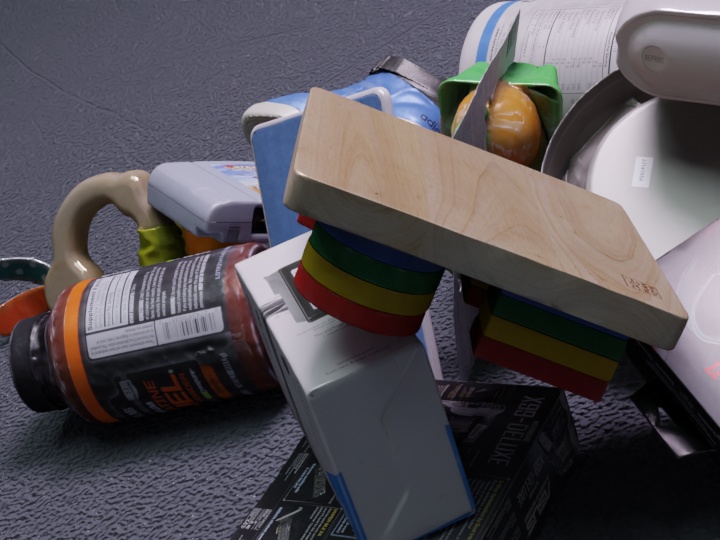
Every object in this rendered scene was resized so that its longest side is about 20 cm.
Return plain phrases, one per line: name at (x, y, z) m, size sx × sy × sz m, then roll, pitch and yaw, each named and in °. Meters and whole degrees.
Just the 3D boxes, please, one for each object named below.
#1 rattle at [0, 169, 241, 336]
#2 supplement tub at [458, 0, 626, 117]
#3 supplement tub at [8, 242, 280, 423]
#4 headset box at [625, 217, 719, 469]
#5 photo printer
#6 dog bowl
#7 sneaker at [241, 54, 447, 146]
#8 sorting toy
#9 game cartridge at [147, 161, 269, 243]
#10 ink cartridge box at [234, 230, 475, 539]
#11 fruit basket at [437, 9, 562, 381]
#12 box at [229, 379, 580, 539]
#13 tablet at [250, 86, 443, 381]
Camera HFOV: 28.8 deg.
rattle at (-0.206, -0.012, 1.194) m, size 0.199 × 0.131 × 0.143 m, roll -35°, pitch 7°, yaw 34°
supplement tub at (0.189, -0.150, 1.103) m, size 0.198 × 0.133 × 0.132 m, roll 4°, pitch 38°, yaw 36°
supplement tub at (-0.151, 0.050, 1.013) m, size 0.198 × 0.108 × 0.107 m, roll -13°, pitch 30°, yaw 15°
headset box at (0.242, 0.034, 0.761) m, size 0.199 × 0.078 × 0.149 m, roll -31°, pitch 44°, yaw -1°
photo printer at (0.265, -0.158, 0.863) m, size 0.198 × 0.070 × 0.166 m, roll 13°, pitch 38°, yaw 32°
dog bowl at (0.218, -0.046, 0.905) m, size 0.198 × 0.059 × 0.202 m, roll -7°, pitch 61°, yaw 13°
sneaker at (-0.004, -0.141, 1.263) m, size 0.198 × 0.077 × 0.112 m, roll 7°, pitch 45°, yaw 33°
sorting toy at (0.051, -0.012, 0.740) m, size 0.197 × 0.070 × 0.200 m, roll 20°, pitch 18°, yaw -6°
game cartridge at (-0.060, -0.055, 1.108) m, size 0.198 × 0.042 × 0.133 m, roll -1°, pitch 22°, yaw -32°
ink cartridge box at (-0.012, 0.054, 0.801) m, size 0.067 × 0.117 × 0.200 m, roll -23°, pitch 29°, yaw -8°
fruit basket at (0.082, -0.053, 0.956) m, size 0.093 × 0.187 × 0.200 m, roll 9°, pitch 38°, yaw 21°
box at (0.018, 0.142, 0.807) m, size 0.156 × 0.050 × 0.200 m, roll 0°, pitch 36°, yaw 33°
tablet at (-0.011, -0.009, 0.927) m, size 0.129 × 0.203 × 0.014 m, roll -11°, pitch -1°, yaw 42°
